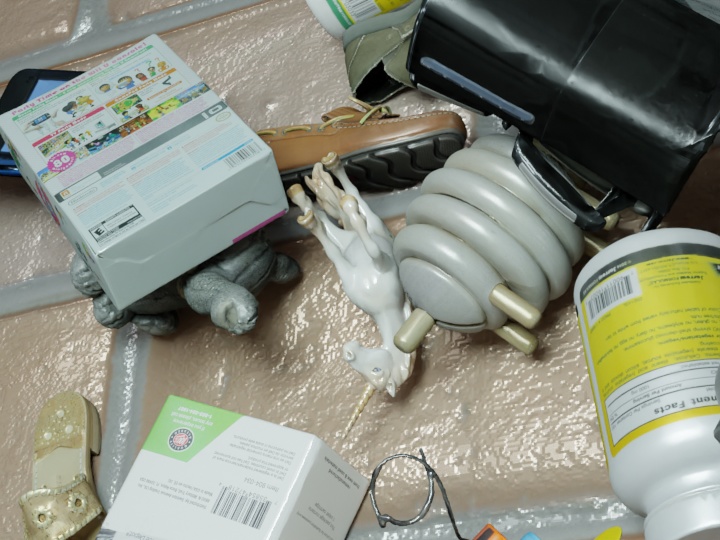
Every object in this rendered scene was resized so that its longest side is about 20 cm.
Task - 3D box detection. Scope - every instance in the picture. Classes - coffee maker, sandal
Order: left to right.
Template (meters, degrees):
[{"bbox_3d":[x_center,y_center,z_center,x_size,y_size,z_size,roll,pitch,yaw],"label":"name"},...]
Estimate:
[{"bbox_3d":[-0.238,0.177,1.133,0.078,0.070,0.212,-24,51,15],"label":"sandal"},{"bbox_3d":[0.145,-0.144,0.932,0.200,0.192,0.135,32,43,8],"label":"coffee maker"}]

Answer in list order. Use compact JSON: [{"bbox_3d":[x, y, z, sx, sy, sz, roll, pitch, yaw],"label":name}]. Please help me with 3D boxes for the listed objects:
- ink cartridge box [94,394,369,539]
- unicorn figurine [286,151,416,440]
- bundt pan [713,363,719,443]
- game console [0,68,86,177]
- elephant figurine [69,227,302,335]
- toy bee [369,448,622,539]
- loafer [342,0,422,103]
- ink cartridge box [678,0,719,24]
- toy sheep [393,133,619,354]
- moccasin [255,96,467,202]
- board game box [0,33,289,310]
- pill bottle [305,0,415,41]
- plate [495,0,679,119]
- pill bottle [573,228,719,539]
[{"bbox_3d":[-0.106,0.204,1.027,0.145,0.084,0.200,11,67,36],"label":"ink cartridge box"},{"bbox_3d":[0.000,0.000,1.073,0.074,0.137,0.200,-21,28,22],"label":"unicorn figurine"},{"bbox_3d":[0.268,0.093,0.817,0.076,0.202,0.202,-25,47,45],"label":"bundt pan"},{"bbox_3d":[-0.310,-0.138,1.349,0.200,0.118,0.171,8,65,33],"label":"game console"},{"bbox_3d":[-0.114,-0.011,1.145,0.200,0.141,0.155,-4,73,36],"label":"elephant figurine"},{"bbox_3d":[0.104,0.192,0.914,0.131,0.109,0.200,-27,75,2],"label":"toy bee"},{"bbox_3d":[0.060,-0.175,1.173,0.200,0.075,0.070,-14,65,52],"label":"loafer"},{"bbox_3d":[0.257,-0.195,0.934,0.083,0.200,0.147,-47,31,2],"label":"ink cartridge box"},{"bbox_3d":[0.092,-0.019,1.027,0.138,0.138,0.200,25,64,39],"label":"toy sheep"},{"bbox_3d":[-0.007,-0.103,1.183,0.201,0.074,0.078,-11,63,36],"label":"moccasin"},{"bbox_3d":[-0.167,-0.080,1.105,0.148,0.064,0.200,-30,47,-14],"label":"board game box"},{"bbox_3d":[0.048,-0.282,1.234,0.200,0.113,0.113,-24,51,17],"label":"pill bottle"},{"bbox_3d":[0.147,-0.181,1.063,0.200,0.026,0.200,1,69,-2],"label":"plate"},{"bbox_3d":[0.201,0.083,0.905,0.112,0.112,0.200,-19,53,19],"label":"pill bottle"}]
